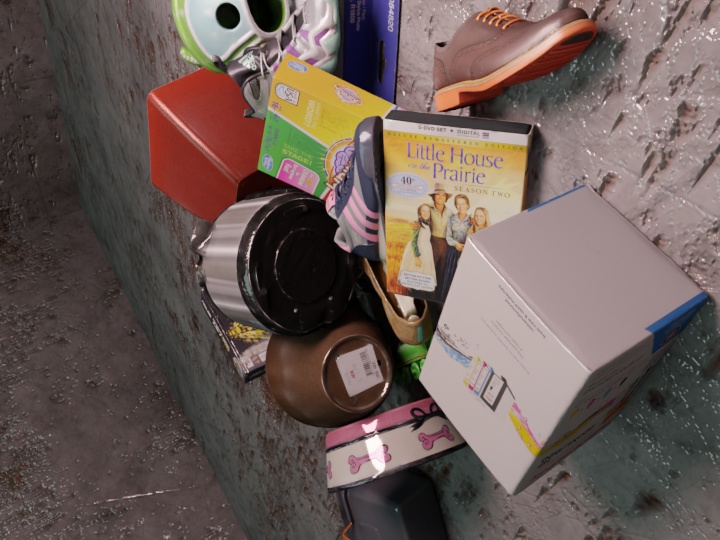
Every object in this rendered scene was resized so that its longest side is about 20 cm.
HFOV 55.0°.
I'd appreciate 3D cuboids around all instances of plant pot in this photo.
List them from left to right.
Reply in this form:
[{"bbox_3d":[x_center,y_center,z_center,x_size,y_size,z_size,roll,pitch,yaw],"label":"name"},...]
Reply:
[{"bbox_3d":[-0.195,-0.182,1.074,0.176,0.199,0.201,45,148,15],"label":"plant pot"},{"bbox_3d":[-0.027,0.129,0.933,0.191,0.183,0.200,68,165,-2],"label":"plant pot"}]

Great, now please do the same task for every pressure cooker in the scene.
[{"bbox_3d":[-0.119,-0.010,0.902,0.198,0.177,0.180,2,118,57],"label":"pressure cooker"}]

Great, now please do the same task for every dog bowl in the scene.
[{"bbox_3d":[0.040,0.229,0.925,0.200,0.196,0.076,-45,62,61],"label":"dog bowl"}]

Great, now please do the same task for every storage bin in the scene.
[{"bbox_3d":[0.056,0.411,1.100,0.133,0.144,0.205,-2,109,51],"label":"storage bin"}]

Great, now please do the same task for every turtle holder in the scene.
[{"bbox_3d":[-0.154,-0.305,0.862,0.130,0.139,0.191,12,106,43],"label":"turtle holder"}]

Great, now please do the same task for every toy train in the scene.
[{"bbox_3d":[0.088,0.109,0.908,0.200,0.041,0.058,-39,66,63],"label":"toy train"}]

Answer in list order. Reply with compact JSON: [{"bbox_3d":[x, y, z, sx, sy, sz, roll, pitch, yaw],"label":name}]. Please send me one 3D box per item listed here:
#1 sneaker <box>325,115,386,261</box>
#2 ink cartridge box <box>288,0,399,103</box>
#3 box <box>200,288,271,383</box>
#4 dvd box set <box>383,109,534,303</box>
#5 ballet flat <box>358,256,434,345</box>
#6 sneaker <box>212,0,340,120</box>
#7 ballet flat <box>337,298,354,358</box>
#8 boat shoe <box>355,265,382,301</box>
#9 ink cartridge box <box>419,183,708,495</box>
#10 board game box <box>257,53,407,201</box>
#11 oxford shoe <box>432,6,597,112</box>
[{"bbox_3d":[-0.004,-0.082,0.752,0.080,0.071,0.203,9,142,13],"label":"sneaker"},{"bbox_3d":[-0.029,-0.275,0.837,0.200,0.040,0.203,44,145,39],"label":"ink cartridge box"},{"bbox_3d":[-0.138,0.067,1.121,0.163,0.197,0.049,57,152,19],"label":"box"},{"bbox_3d":[0.094,-0.055,0.701,0.143,0.030,0.204,11,126,18],"label":"dvd box set"},{"bbox_3d":[0.036,-0.004,0.863,0.073,0.066,0.204,84,165,-65],"label":"ballet flat"},{"bbox_3d":[-0.098,-0.242,0.779,0.202,0.136,0.079,106,163,-48],"label":"sneaker"},{"bbox_3d":[-0.013,0.097,1.076,0.046,0.067,0.205,-23,85,33],"label":"ballet flat"},{"bbox_3d":[0.000,-0.002,0.955,0.200,0.067,0.075,48,147,36],"label":"boat shoe"},{"bbox_3d":[0.164,0.064,0.609,0.145,0.145,0.203,50,149,30],"label":"ink cartridge box"},{"bbox_3d":[-0.013,-0.136,0.787,0.196,0.041,0.154,24,145,0],"label":"board game box"},{"bbox_3d":[0.117,-0.193,0.593,0.199,0.070,0.075,-4,102,63],"label":"oxford shoe"}]
